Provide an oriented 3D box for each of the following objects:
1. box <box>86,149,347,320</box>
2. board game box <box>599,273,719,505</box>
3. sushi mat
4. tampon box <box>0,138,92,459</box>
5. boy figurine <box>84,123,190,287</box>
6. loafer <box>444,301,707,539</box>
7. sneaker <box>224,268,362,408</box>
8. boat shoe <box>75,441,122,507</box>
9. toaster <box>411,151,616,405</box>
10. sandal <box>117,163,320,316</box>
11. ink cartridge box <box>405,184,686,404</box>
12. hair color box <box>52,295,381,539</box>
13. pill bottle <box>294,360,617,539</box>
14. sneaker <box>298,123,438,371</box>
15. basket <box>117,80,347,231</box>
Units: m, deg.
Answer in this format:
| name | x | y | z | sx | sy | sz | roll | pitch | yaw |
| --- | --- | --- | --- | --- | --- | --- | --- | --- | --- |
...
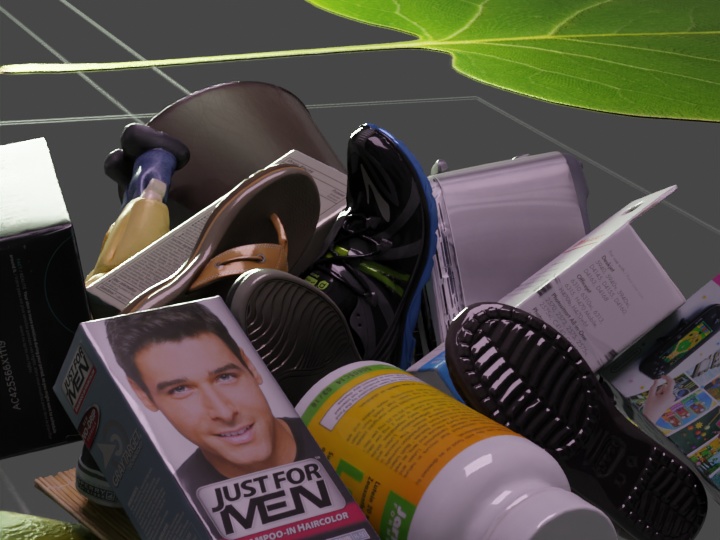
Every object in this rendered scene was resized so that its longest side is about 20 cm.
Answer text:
| name | x | y | z | sx | sy | sz | roll | pitch | yaw |
| --- | --- | --- | --- | --- | --- | --- | --- | --- | --- |
| box | -0.084 | 0.006 | 1.486 | 0.200 | 0.078 | 0.095 | -34 | 42 | -27 |
| board game box | 0.266 | 0.085 | 1.302 | 0.148 | 0.064 | 0.200 | -40 | 42 | -3 |
| sushi mat | -0.108 | 0.157 | 1.258 | 0.096 | 0.012 | 0.200 | -9 | 24 | -34 |
| tampon box | -0.246 | 0.019 | 1.390 | 0.126 | 0.150 | 0.200 | -12 | 21 | -9 |
| boy figurine | -0.183 | -0.013 | 1.595 | 0.064 | 0.124 | 0.200 | 26 | 48 | -14 |
| loafer | 0.120 | 0.101 | 1.286 | 0.073 | 0.200 | 0.071 | -48 | 10 | -19 |
| sneaker | -0.055 | 0.055 | 1.340 | 0.106 | 0.200 | 0.075 | 26 | 71 | 39 |
| boat shoe | -0.114 | 0.096 | 1.325 | 0.069 | 0.057 | 0.200 | 16 | 15 | 16 |
| toaster | 0.100 | 0.014 | 1.501 | 0.129 | 0.200 | 0.114 | -5 | -16 | -15 |
| sandal | -0.086 | 0.013 | 1.376 | 0.054 | 0.080 | 0.200 | 19 | 53 | 39 |
| ink cartridge box | 0.135 | 0.032 | 1.381 | 0.200 | 0.067 | 0.116 | -36 | 1 | -8 |
| hair color box | -0.081 | 0.112 | 1.192 | 0.099 | 0.061 | 0.200 | -11 | 53 | -37 |
| pill bottle | 0.050 | 0.134 | 1.206 | 0.111 | 0.111 | 0.200 | -10 | 24 | -35 |
| sneaker | 0.000 | 0.000 | 1.440 | 0.083 | 0.200 | 0.071 | -2 | 15 | -36 |
| basket | -0.078 | -0.052 | 1.692 | 0.180 | 0.136 | 0.200 | -22 | 32 | -17 |
